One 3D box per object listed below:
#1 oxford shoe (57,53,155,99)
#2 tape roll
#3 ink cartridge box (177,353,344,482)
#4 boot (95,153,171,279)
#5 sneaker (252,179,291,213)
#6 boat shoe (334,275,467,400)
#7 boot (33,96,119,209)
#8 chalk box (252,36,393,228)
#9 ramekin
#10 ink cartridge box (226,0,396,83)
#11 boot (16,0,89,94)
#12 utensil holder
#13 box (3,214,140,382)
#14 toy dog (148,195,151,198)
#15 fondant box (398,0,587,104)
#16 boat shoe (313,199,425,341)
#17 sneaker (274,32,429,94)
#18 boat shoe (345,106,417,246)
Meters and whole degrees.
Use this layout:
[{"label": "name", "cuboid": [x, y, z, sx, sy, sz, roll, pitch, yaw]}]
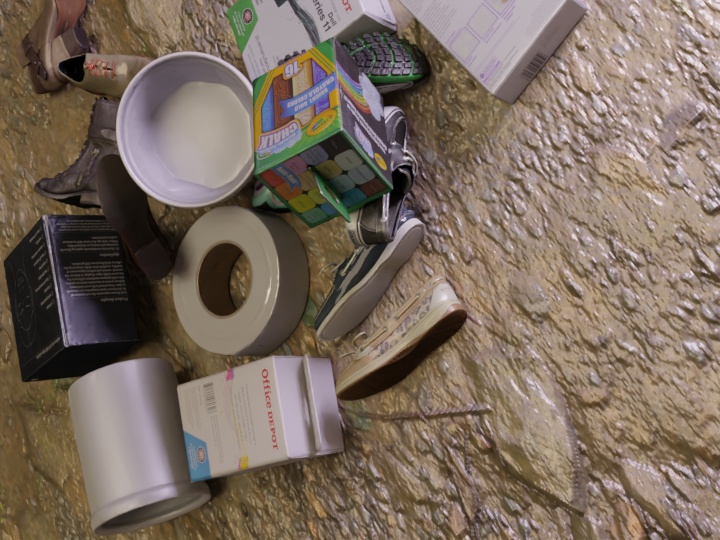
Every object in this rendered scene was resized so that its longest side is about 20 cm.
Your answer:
[{"label": "oxford shoe", "cuboid": [-0.393, -0.305, 1.582, 0.197, 0.074, 0.072, 4, 87, 35]}, {"label": "tape roll", "cuboid": [-0.167, 0.016, 1.402, 0.199, 0.070, 0.207, -4, 84, 34]}, {"label": "ink cartridge box", "cuboid": [-0.120, 0.190, 1.320, 0.197, 0.124, 0.131, -18, 76, 32]}, {"label": "boot", "cuboid": [-0.328, -0.075, 1.449, 0.063, 0.200, 0.189, -22, 100, -11]}, {"label": "sneaker", "cuboid": [-0.072, -0.155, 1.335, 0.198, 0.077, 0.143, -1, 81, 46]}, {"label": "boat shoe", "cuboid": [0.043, 0.089, 1.254, 0.199, 0.073, 0.063, -38, 60, 15]}, {"label": "boot", "cuboid": [-0.428, -0.190, 1.613, 0.197, 0.069, 0.178, 9, 86, 31]}, {"label": "chalk box", "cuboid": [-0.045, -0.142, 1.183, 0.122, 0.125, 0.203, -22, 49, 22]}, {"label": "ramekin", "cuboid": [-0.219, -0.184, 1.359, 0.196, 0.105, 0.205, 0, 93, 3]}, {"label": "ink cartridge box", "cuboid": [-0.067, -0.336, 1.353, 0.198, 0.083, 0.149, -32, 70, 28]}, {"label": "boot", "cuboid": [-0.521, -0.401, 1.686, 0.145, 0.070, 0.204, -27, 71, 32]}, {"label": "utensil holder", "cuboid": [-0.315, 0.248, 1.430, 0.169, 0.169, 0.203, -30, 67, 29]}, {"label": "box", "cuboid": [-0.440, 0.044, 1.528, 0.199, 0.122, 0.200, -30, 68, 49]}, {"label": "toy dog", "cuboid": [-0.259, -0.184, 1.471, 0.096, 0.132, 0.201, 35, 116, -7]}, {"label": "fondant box", "cuboid": [0.153, -0.322, 1.215, 0.145, 0.058, 0.201, -50, 62, 21]}, {"label": "boat shoe", "cuboid": [0.000, 0.000, 1.284, 0.062, 0.074, 0.201, 45, 109, 27]}, {"label": "sneaker", "cuboid": [-0.008, -0.245, 1.297, 0.196, 0.086, 0.079, -7, 53, 8]}, {"label": "boat shoe", "cuboid": [0.038, -0.117, 1.244, 0.063, 0.071, 0.203, -2, 59, 28]}]
